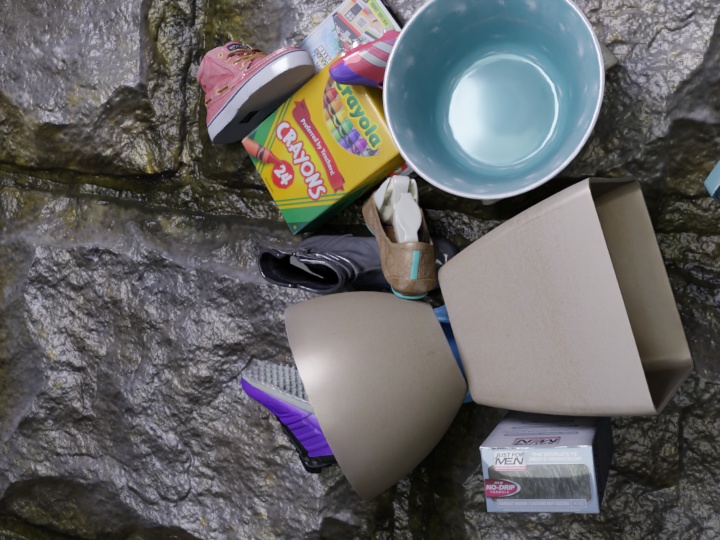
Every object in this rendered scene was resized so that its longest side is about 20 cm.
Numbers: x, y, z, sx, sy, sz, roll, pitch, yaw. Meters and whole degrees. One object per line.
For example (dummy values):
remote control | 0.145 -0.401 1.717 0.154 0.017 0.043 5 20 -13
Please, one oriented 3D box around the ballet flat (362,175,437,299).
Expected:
ballet flat | 0.041 -0.052 0.853 0.067 0.201 0.073 1 121 -6

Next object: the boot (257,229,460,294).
boot | 0.000 0.000 0.895 0.197 0.131 0.071 1 101 22

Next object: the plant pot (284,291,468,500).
plant pot | 0.027 0.102 0.813 0.133 0.200 0.202 -24 84 3

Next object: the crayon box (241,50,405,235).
crayon box | -0.025 -0.146 0.908 0.199 0.051 0.128 -36 80 28

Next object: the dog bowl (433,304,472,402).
dog bowl | 0.055 0.094 0.926 0.197 0.049 0.113 1 93 20

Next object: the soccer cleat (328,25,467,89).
soccer cleat | 0.064 -0.213 0.852 0.198 0.067 0.077 -20 94 -21

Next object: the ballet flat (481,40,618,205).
ballet flat | 0.195 -0.144 0.854 0.062 0.067 0.201 31 104 3

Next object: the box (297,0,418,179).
box | 0.027 -0.205 0.928 0.110 0.035 0.201 -38 80 19

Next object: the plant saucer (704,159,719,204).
plant saucer | 0.390 -0.152 0.777 0.019 0.070 0.201 41 107 30

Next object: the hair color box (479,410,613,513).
hair color box | 0.185 0.172 0.800 0.098 0.200 0.062 -6 91 21

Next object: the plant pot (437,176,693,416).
plant pot | 0.191 0.035 0.803 0.175 0.199 0.202 -18 87 30

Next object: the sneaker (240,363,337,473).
sneaker | -0.061 0.183 0.966 0.198 0.069 0.101 21 108 21

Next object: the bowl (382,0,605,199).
bowl | 0.128 -0.160 0.785 0.198 0.105 0.204 -1 85 16

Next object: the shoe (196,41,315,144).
shoe | -0.126 -0.222 0.934 0.199 0.071 0.092 -26 80 52
